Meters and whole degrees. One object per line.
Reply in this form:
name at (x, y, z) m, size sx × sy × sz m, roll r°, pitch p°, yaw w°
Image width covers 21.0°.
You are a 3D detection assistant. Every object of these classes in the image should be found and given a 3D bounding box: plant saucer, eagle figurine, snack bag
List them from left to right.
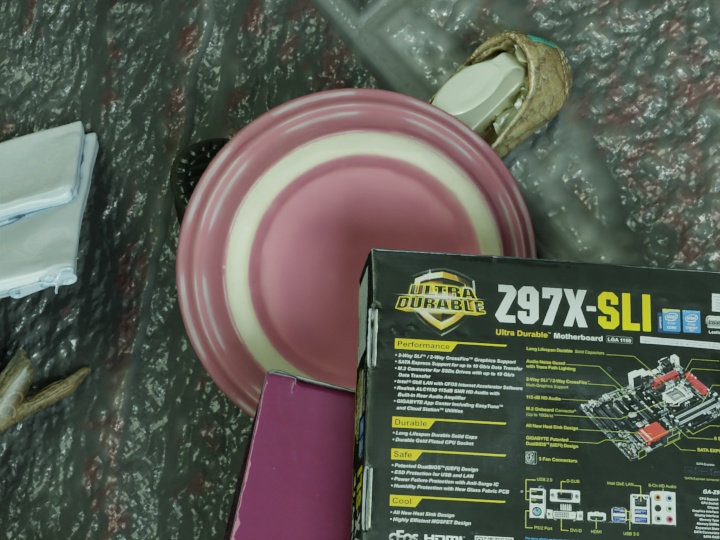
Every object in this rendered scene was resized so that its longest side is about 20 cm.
eagle figurine at (-0.297, 0.060, 1.195) m, size 0.200 × 0.152 × 0.151 m, roll 33°, pitch 107°, yaw 26°
snack bag at (-0.257, -0.023, 1.181) m, size 0.188 × 0.021 × 0.200 m, roll -14°, pitch 29°, yaw 4°
plant saucer at (0.000, 0.000, 1.055) m, size 0.200 × 0.051 × 0.201 m, roll 0°, pitch 92°, yaw -6°

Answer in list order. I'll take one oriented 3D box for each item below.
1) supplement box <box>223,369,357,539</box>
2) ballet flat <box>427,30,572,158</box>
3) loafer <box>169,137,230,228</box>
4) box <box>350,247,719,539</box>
supplement box at (0.000, 0.128, 0.961) m, size 0.131 × 0.200 × 0.103 m, roll 13°, pitch 75°, yaw -2°
ballet flat at (0.036, -0.065, 1.116) m, size 0.200 × 0.065 × 0.071 m, roll -48°, pitch 60°, yaw 3°
loafer at (-0.053, 0.020, 1.133) m, size 0.073 × 0.071 × 0.200 m, roll -17°, pitch 73°, yaw -13°
box at (0.097, 0.077, 0.854) m, size 0.200 × 0.049 × 0.160 m, roll 3°, pitch 67°, yaw -4°
